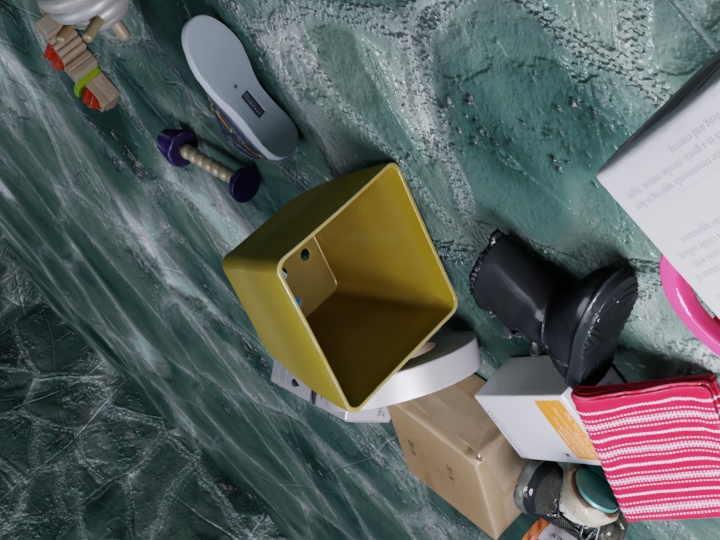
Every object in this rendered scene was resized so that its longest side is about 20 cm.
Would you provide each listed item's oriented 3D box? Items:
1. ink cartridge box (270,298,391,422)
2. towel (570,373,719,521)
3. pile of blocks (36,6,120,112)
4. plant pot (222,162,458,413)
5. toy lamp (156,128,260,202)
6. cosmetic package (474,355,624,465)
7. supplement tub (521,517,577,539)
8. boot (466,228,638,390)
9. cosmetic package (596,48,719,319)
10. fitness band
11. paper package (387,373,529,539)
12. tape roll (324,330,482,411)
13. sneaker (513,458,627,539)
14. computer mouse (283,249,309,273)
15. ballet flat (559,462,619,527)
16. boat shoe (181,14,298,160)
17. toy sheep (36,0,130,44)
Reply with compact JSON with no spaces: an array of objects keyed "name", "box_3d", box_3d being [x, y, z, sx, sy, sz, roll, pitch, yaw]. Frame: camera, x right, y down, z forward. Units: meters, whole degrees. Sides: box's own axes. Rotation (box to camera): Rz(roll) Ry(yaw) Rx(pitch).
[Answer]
[{"name":"ink cartridge box","box_3d":[-0.032,0.112,1.621,0.199,0.083,0.147,19,101,53]},{"name":"towel","box_3d":[0.301,0.181,1.152,0.142,0.023,0.202,-9,127,29]},{"name":"pile of blocks","box_3d":[-0.460,-0.328,1.843,0.082,0.062,0.202,14,140,57]},{"name":"plant pot","box_3d":[-0.041,0.013,1.337,0.175,0.200,0.202,6,130,49]},{"name":"toy lamp","box_3d":[-0.224,-0.155,1.677,0.199,0.058,0.059,33,155,38]},{"name":"cosmetic package","box_3d":[0.220,0.153,1.297,0.102,0.071,0.200,51,160,-8]},{"name":"supplement tub","box_3d":[0.299,0.417,1.533,0.199,0.122,0.123,38,158,24]},{"name":"boot","box_3d":[0.183,0.021,1.148,0.163,0.073,0.199,46,158,25]},{"name":"cosmetic package","box_3d":[0.280,-0.055,0.667,0.200,0.165,0.165,48,160,1]},{"name":"fitness band","box_3d":[0.325,0.035,0.921,0.199,0.037,0.145,35,155,30]},{"name":"paper package","box_3d":[0.138,0.227,1.554,0.190,0.103,0.202,34,156,38]},{"name":"tape roll","box_3d":[0.048,0.119,1.407,0.202,0.200,0.038,-2,105,64]},{"name":"sneaker","box_3d":[0.259,0.283,1.406,0.113,0.077,0.199,22,168,36]},{"name":"computer mouse","box_3d":[-0.046,0.009,1.611,0.034,0.059,0.199,39,169,-34]},{"name":"ballet flat","box_3d":[0.248,0.247,1.285,0.067,0.063,0.200,35,-164,6]},{"name":"boat shoe","box_3d":[-0.162,-0.214,1.420,0.201,0.071,0.090,54,155,-21]},{"name":"toy sheep","box_3d":[-0.351,-0.363,1.461,0.137,0.138,0.201,30,159,40]}]
